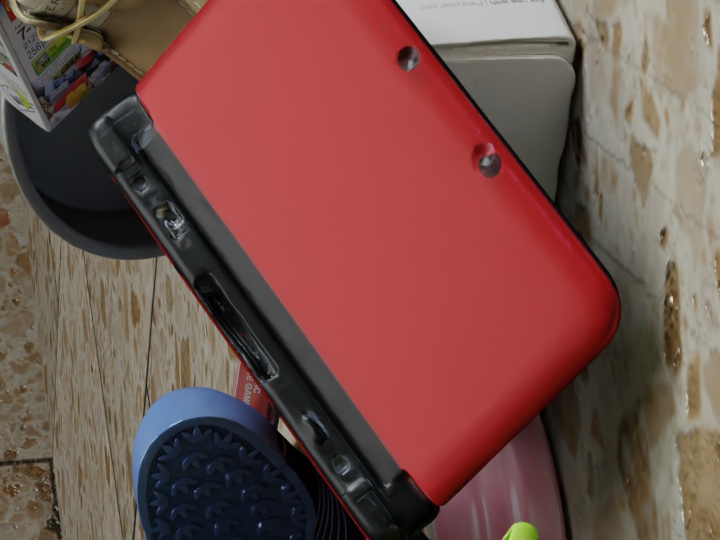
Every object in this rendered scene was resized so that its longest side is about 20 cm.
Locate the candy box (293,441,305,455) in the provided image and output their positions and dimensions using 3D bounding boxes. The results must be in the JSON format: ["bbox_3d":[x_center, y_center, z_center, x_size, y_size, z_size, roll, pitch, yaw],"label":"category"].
[{"bbox_3d":[-0.018,0.184,1.211,0.116,0.055,0.200,-53,30,29],"label":"candy box"}]

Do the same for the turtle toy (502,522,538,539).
[{"bbox_3d":[0.068,0.180,0.798,0.146,0.101,0.201,133,132,-75],"label":"turtle toy"}]

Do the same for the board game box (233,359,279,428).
[{"bbox_3d":[-0.043,0.029,1.183,0.103,0.019,0.201,-70,-10,-73],"label":"board game box"}]

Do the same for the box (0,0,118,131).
[{"bbox_3d":[-0.097,-0.167,1.136,0.035,0.200,0.110,36,163,26],"label":"box"}]

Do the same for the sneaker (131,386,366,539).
[{"bbox_3d":[-0.043,0.102,1.016,0.078,0.070,0.200,-111,-4,-46],"label":"sneaker"}]

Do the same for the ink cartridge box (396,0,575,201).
[{"bbox_3d":[0.015,-0.086,1.024,0.200,0.084,0.145,-109,19,-49],"label":"ink cartridge box"}]

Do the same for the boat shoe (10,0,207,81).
[{"bbox_3d":[-0.117,-0.126,1.024,0.074,0.200,0.066,-47,0,42],"label":"boat shoe"}]

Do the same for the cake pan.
[{"bbox_3d":[-0.101,-0.104,1.240,0.037,0.200,0.201,30,127,43],"label":"cake pan"}]

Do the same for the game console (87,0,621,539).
[{"bbox_3d":[0.002,-0.002,0.933,0.200,0.119,0.172,54,177,20],"label":"game console"}]

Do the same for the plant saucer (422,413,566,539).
[{"bbox_3d":[0.039,0.130,1.055,0.200,0.051,0.201,176,90,-78],"label":"plant saucer"}]
